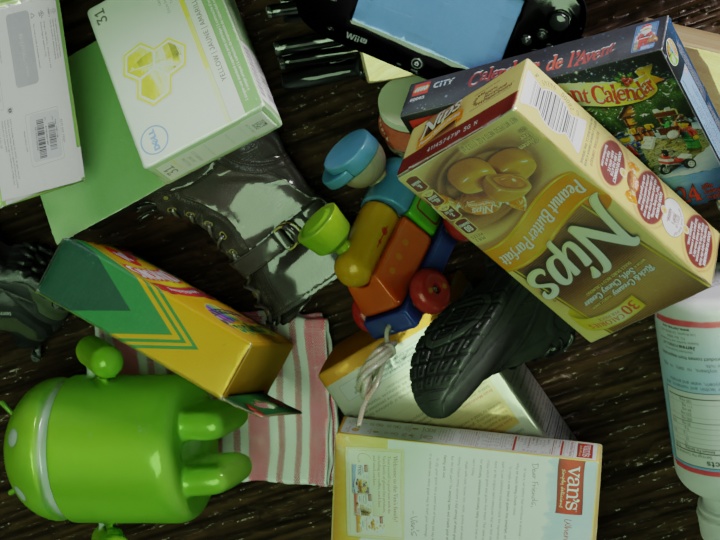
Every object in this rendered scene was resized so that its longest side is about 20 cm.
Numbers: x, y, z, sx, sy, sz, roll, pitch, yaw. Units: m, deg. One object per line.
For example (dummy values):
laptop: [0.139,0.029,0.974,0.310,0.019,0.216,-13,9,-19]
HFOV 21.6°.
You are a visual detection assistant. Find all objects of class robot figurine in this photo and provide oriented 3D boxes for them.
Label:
robot figurine: [-0.189,0.139,1.474,0.200,0.116,0.176,-1,98,16]

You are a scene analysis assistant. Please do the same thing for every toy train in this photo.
toy train: [0.000,0.000,1.366,0.116,0.200,0.085,41,145,-22]

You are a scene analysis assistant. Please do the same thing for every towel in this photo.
towel: [-0.117,0.104,1.520,0.200,0.030,0.147,0,106,12]

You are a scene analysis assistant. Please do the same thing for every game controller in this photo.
game controller: [0.055,-0.184,1.319,0.200,0.042,0.104,23,110,4]

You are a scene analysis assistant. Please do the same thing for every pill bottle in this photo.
pill bottle: [0.282,0.100,1.396,0.109,0.109,0.200,-6,106,13]

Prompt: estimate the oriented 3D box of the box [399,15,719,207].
box: [0.146,-0.091,1.311,0.200,0.038,0.137,-12,130,30]

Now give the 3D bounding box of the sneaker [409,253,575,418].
sneaker: [0.113,0.041,1.380,0.091,0.200,0.076,51,151,-20]

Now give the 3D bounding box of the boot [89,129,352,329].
boot: [-0.106,-0.029,1.455,0.200,0.069,0.174,-29,101,18]

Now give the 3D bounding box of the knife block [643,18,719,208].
knife block: [0.312,-0.125,1.335,0.175,0.064,0.200,-30,99,18]

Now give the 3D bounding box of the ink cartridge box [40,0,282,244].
ink cartridge box: [-0.172,-0.129,1.402,0.200,0.048,0.146,-26,67,10]

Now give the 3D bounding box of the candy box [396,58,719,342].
candy box: [0.137,-0.044,1.293,0.200,0.055,0.115,40,137,-22]

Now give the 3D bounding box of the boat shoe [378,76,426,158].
boat shoe: [0.112,-0.108,1.391,0.200,0.071,0.063,1,150,8]

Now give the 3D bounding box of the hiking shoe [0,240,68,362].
hiking shoe: [-0.326,0.005,1.498,0.200,0.076,0.101,29,116,-10]

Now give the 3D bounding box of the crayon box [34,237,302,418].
crayon box: [-0.133,0.044,1.433,0.200,0.127,0.051,29,94,11]

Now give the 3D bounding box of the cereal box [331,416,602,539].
cereal box: [0.078,0.191,1.423,0.200,0.040,0.144,6,109,8]

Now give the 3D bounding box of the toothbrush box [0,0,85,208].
toothbrush box: [-0.309,-0.134,1.409,0.200,0.086,0.146,7,111,40]

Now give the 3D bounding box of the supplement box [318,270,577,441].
supplement box: [0.078,0.119,1.461,0.126,0.074,0.200,-31,99,18]

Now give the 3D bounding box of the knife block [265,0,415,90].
knife block: [0.035,-0.169,1.384,0.200,0.064,0.176,34,111,-1]
